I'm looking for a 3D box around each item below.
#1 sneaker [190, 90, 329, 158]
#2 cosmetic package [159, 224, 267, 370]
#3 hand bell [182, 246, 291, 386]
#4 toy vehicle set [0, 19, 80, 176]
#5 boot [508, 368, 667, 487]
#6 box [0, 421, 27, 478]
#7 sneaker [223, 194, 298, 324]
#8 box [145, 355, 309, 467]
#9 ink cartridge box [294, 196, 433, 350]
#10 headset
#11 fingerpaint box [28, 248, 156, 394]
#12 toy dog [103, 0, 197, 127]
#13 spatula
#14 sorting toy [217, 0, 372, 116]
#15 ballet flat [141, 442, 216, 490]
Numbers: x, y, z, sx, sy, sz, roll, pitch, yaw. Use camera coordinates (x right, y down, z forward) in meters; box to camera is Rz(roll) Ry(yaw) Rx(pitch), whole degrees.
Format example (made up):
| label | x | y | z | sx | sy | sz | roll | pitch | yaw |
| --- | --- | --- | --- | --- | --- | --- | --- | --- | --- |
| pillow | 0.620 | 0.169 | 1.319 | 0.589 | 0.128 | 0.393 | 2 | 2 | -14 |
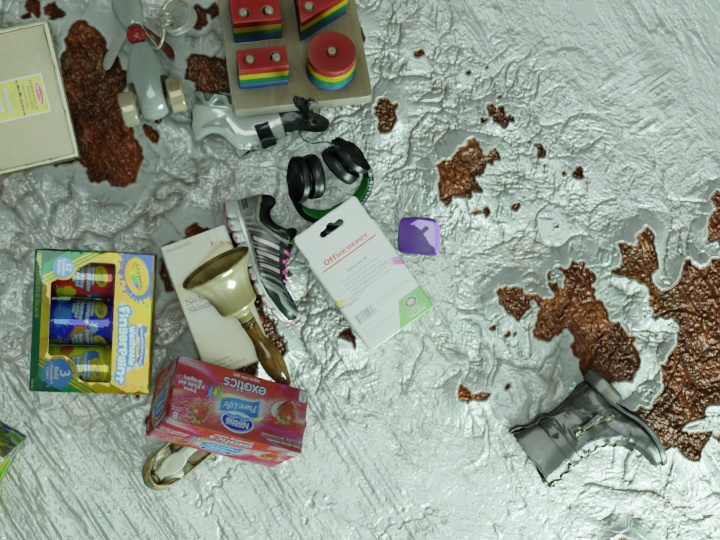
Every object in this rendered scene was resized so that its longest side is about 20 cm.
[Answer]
| label | x | y | z | sx | sy | sz | roll | pitch | yaw |
| --- | --- | --- | --- | --- | --- | --- | --- | --- | --- |
| sneaker | -0.146 | -0.203 | 1.658 | 0.199 | 0.074 | 0.089 | 7 | 94 | 0 |
| cosmetic package | -0.207 | 0.044 | 1.647 | 0.103 | 0.073 | 0.201 | -21 | 94 | -7 |
| hand bell | -0.150 | 0.077 | 1.589 | 0.104 | 0.104 | 0.200 | -32 | 108 | -6 |
| toy vehicle set | -0.483 | -0.244 | 1.634 | 0.124 | 0.027 | 0.201 | -13 | 92 | -7 |
| boot | 0.342 | 0.264 | 1.726 | 0.174 | 0.069 | 0.200 | -43 | 91 | 0 |
| box | -0.565 | 0.294 | 1.543 | 0.122 | 0.193 | 0.200 | 30 | 87 | -6 |
| sneaker | -0.124 | -0.023 | 1.655 | 0.087 | 0.074 | 0.200 | -24 | 88 | 0 |
| box | -0.182 | 0.198 | 1.585 | 0.199 | 0.100 | 0.096 | 18 | 62 | -23 |
| ink cartridge box | 0.000 | 0.000 | 1.661 | 0.117 | 0.067 | 0.200 | -35 | 101 | -1 |
| headset | -0.054 | -0.154 | 1.629 | 0.123 | 0.200 | 0.094 | -25 | 51 | -5 |
| fingerpaint box | -0.376 | 0.072 | 1.625 | 0.166 | 0.073 | 0.201 | 3 | 90 | -7 |
| toy dog | -0.305 | -0.289 | 1.639 | 0.131 | 0.096 | 0.201 | 6 | 75 | -4 |
| spatula | 0.019 | -0.054 | 1.700 | 0.199 | 0.021 | 0.057 | 3 | 91 | -6 |
| sorting toy | -0.094 | -0.331 | 1.625 | 0.198 | 0.070 | 0.201 | -7 | 67 | -7 |
| ballet flat | -0.230 | 0.246 | 1.648 | 0.200 | 0.065 | 0.071 | -44 | 94 | -5 |
